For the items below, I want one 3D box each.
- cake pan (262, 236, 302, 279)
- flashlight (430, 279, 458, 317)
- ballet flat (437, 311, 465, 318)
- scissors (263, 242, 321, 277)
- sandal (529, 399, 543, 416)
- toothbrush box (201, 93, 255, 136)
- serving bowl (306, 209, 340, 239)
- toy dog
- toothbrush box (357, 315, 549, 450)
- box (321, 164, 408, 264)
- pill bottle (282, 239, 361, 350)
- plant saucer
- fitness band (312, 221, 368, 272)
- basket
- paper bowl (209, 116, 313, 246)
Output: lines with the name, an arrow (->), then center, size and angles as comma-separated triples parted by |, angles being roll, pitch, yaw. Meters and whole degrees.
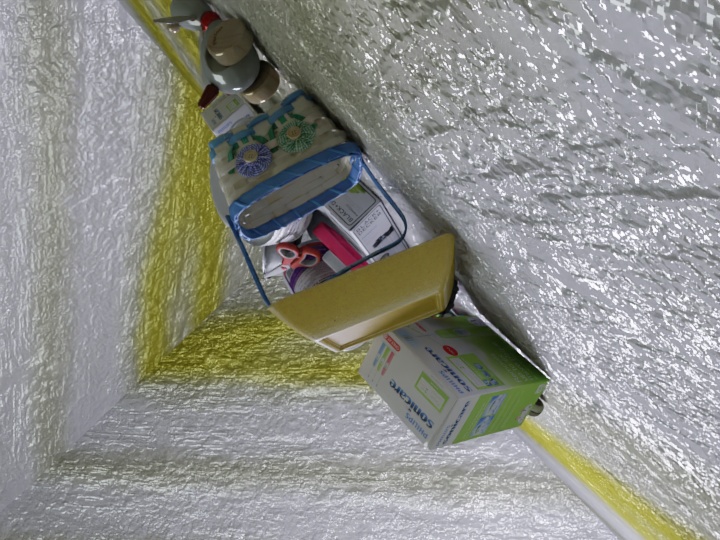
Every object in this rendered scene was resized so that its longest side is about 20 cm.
cake pan -> -0.135, -0.078, 1.251 | 0.037, 0.201, 0.200 | 12, 175, 4
flashlight -> 0.099, 0.034, 0.971 | 0.200, 0.068, 0.068 | 67, -174, -86
ballet flat -> 0.160, 0.111, 1.133 | 0.074, 0.074, 0.200 | 47, 178, -2
scissors -> -0.117, -0.006, 1.129 | 0.073, 0.014, 0.200 | 15, 159, -12
sandal -> 0.248, 0.189, 1.072 | 0.080, 0.057, 0.201 | 39, -171, 28
toothbrush box -> -0.215, -0.249, 1.359 | 0.200, 0.086, 0.146 | 49, -179, -32
serving bowl -> -0.029, -0.046, 1.319 | 0.200, 0.066, 0.200 | 32, -177, -2
toy dog -> -0.180, -0.251, 0.795 | 0.132, 0.096, 0.200 | 49, 177, -35
toothbrush box -> 0.122, 0.136, 0.870 | 0.199, 0.086, 0.146 | 0, -147, -43
box -> 0.001, -0.071, 1.008 | 0.117, 0.060, 0.200 | 46, 178, 29
pill bottle -> -0.052, 0.042, 1.140 | 0.111, 0.111, 0.200 | 48, -176, -40
plant saucer -> 0.019, 0.038, 0.746 | 0.200, 0.199, 0.049 | 55, -165, -76
fitness band -> 0.000, 0.000, 1.085 | 0.200, 0.037, 0.144 | 44, -171, 3
basket -> -0.069, -0.077, 0.744 | 0.201, 0.176, 0.139 | 58, 175, 5
paper bowl -> -0.164, -0.138, 1.059 | 0.200, 0.104, 0.202 | 22, 117, 51
